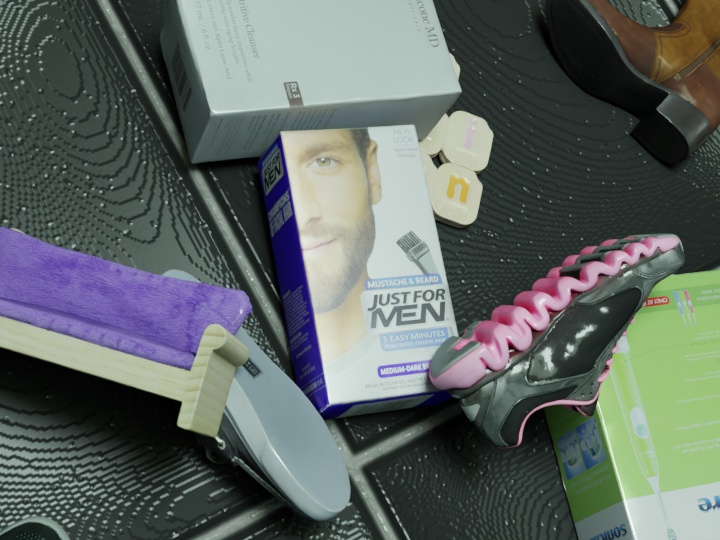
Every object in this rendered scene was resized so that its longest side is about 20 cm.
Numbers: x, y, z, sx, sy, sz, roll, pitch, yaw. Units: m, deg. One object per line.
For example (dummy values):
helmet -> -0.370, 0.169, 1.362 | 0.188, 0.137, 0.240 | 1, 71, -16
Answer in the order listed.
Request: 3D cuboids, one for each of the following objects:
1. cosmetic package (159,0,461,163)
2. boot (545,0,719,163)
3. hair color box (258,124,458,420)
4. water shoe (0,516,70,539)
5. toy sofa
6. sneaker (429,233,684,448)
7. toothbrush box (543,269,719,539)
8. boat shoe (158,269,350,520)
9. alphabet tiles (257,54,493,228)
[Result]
cosmetic package -> -0.038, -0.153, 0.967 | 0.199, 0.081, 0.113 | -11, 72, -22
boot -> 0.273, -0.218, 1.136 | 0.188, 0.069, 0.200 | 43, 59, 2
hair color box -> 0.000, 0.000, 0.933 | 0.109, 0.065, 0.201 | -6, 74, -22
water shoe -> -0.235, 0.223, 0.748 | 0.071, 0.079, 0.200 | 40, 60, 0
toy sofa -> -0.172, 0.031, 0.808 | 0.199, 0.083, 0.098 | 16, 81, 9
sneaker -> 0.148, 0.049, 0.894 | 0.200, 0.079, 0.096 | -33, 96, -7
toothbrush box -> 0.222, 0.111, 0.962 | 0.145, 0.086, 0.201 | -7, 69, -20
boat shoe -> -0.089, 0.094, 0.869 | 0.200, 0.066, 0.070 | 49, 28, 6
alphabet tiles -> 0.006, -0.105, 1.018 | 0.199, 0.015, 0.197 | 19, 65, -12
